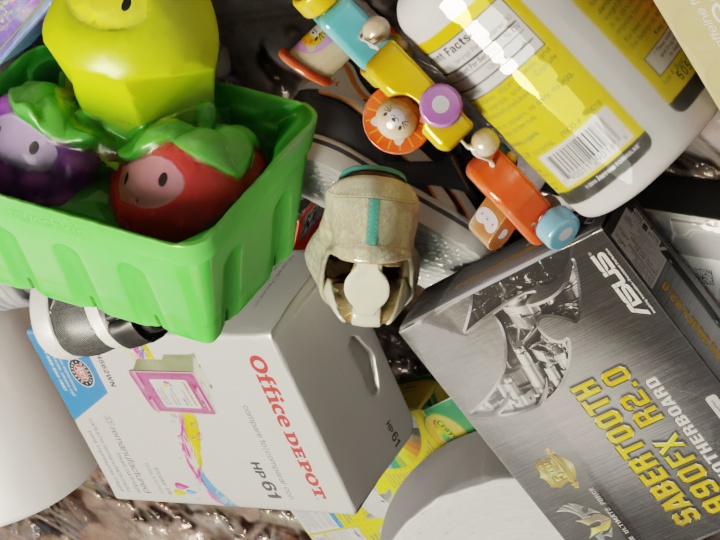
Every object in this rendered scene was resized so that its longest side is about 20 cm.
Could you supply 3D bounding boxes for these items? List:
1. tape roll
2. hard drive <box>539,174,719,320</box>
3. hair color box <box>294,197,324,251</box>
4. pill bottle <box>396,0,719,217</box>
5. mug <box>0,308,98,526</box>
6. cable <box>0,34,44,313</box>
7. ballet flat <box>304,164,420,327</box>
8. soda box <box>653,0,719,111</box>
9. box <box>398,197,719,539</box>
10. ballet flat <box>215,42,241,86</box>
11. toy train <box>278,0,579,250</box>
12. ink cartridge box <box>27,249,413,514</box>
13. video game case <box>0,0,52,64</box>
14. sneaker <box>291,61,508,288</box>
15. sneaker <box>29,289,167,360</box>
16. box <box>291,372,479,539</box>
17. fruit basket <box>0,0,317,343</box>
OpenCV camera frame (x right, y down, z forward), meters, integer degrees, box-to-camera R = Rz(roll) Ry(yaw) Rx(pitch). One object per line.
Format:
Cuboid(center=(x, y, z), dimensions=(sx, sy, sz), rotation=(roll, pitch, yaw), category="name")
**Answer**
Cuboid(center=(0.107, 0.198, 1.667), dimensions=(0.199, 0.066, 0.201), rotation=(3, 119, 5), category="tape roll")
Cuboid(center=(0.203, 0.014, 1.503), dimensions=(0.199, 0.038, 0.140), rotation=(11, 133, 31), category="hard drive")
Cuboid(center=(-0.080, -0.006, 1.683), dimensions=(0.101, 0.061, 0.201), rotation=(29, 141, 12), category="hair color box")
Cuboid(center=(0.090, -0.134, 1.388), dimensions=(0.200, 0.111, 0.111), rotation=(46, 141, -9), category="pill bottle")
Cuboid(center=(-0.288, 0.082, 1.871), dimensions=(0.186, 0.149, 0.154), rotation=(-4, 118, 32), category="mug")
Cuboid(center=(-0.225, -0.071, 1.618), dimensions=(0.069, 0.200, 0.201), rotation=(-5, 106, 14), category="cable")
Cuboid(center=(0.000, 0.000, 1.482), dimensions=(0.067, 0.063, 0.200), rotation=(1, 163, 2), category="ballet flat")
Cuboid(center=(0.203, -0.130, 1.342), dimensions=(0.068, 0.064, 0.200), rotation=(-13, 120, 44), category="soda box")
Cuboid(center=(0.142, 0.067, 1.512), dimensions=(0.158, 0.048, 0.200), rotation=(-27, 108, 36), category="box")
Cuboid(center=(-0.131, -0.150, 1.584), dimensions=(0.200, 0.072, 0.072), rotation=(37, 141, 1), category="ballet flat")
Cuboid(center=(0.027, -0.083, 1.442), dimensions=(0.200, 0.056, 0.150), rotation=(47, -177, 28), category="toy train")
Cuboid(center=(-0.086, 0.067, 1.644), dimensions=(0.199, 0.085, 0.145), rotation=(-1, 127, 36), category="ink cartridge box")
Cuboid(center=(-0.200, -0.246, 1.494), dimensions=(0.181, 0.045, 0.200), rotation=(49, 122, 0), category="video game case")
Cuboid(center=(0.033, -0.052, 1.549), dimensions=(0.078, 0.080, 0.200), rotation=(-4, 150, 41), category="sneaker")
Cuboid(center=(-0.134, -0.049, 1.587), dimensions=(0.111, 0.201, 0.073), rotation=(-7, 167, 29), category="sneaker")
Cuboid(center=(0.029, 0.131, 1.744), dimensions=(0.199, 0.048, 0.118), rotation=(-15, 118, 47), category="box")
Cuboid(center=(-0.131, -0.086, 1.444), dimensions=(0.215, 0.156, 0.216), rotation=(21, 136, 22), category="fruit basket")
